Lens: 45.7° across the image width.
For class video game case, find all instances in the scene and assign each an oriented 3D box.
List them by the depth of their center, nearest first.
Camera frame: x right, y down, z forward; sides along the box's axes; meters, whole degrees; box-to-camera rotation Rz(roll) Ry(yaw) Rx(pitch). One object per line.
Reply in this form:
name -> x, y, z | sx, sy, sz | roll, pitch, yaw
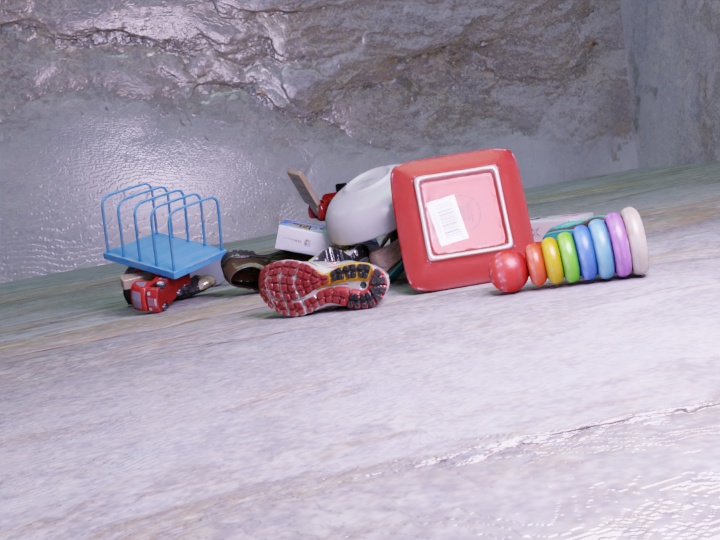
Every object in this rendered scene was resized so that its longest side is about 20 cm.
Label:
video game case -> -0.059, -0.052, 1.543 | 0.177, 0.046, 0.200 | 10, 6, -3

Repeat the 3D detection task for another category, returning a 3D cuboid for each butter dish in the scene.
butter dish -> 0.148, -0.062, 1.298 | 0.195, 0.204, 0.148 | -9, -16, -3

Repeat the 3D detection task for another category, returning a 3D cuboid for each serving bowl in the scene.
serving bowl -> 0.024, -0.122, 1.412 | 0.197, 0.067, 0.201 | -23, 23, 10

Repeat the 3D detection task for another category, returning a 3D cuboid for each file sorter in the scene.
file sorter -> -0.369, -0.080, 1.591 | 0.197, 0.125, 0.138 | 14, 26, 33

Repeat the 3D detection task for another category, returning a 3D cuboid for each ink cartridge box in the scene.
ink cartridge box -> 0.315, -0.071, 1.618 | 0.198, 0.045, 0.172 | -3, 8, 45

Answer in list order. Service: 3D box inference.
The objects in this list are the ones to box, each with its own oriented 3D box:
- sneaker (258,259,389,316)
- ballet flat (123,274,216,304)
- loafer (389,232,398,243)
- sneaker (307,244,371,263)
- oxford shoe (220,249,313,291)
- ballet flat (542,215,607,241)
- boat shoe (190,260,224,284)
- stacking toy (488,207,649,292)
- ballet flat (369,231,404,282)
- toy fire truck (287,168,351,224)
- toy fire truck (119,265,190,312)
sneaker -> -0.052, 0.024, 1.218 | 0.196, 0.080, 0.082 | 2, 5, 14
ballet flat -> -0.375, 0.029, 1.664 | 0.196, 0.058, 0.066 | -8, 7, 12
loafer -> 0.092, -0.042, 1.589 | 0.068, 0.077, 0.200 | -13, -4, 0
sneaker -> -0.050, 0.009, 1.349 | 0.089, 0.080, 0.199 | -15, -2, 24
oxford shoe -> -0.152, 0.008, 1.557 | 0.196, 0.074, 0.085 | -5, 32, -15
ballet flat -> 0.354, -0.052, 1.259 | 0.069, 0.069, 0.199 | -21, 10, -26
boat shoe -> -0.347, 0.003, 1.842 | 0.197, 0.071, 0.066 | -14, 4, 32
stacking toy -> 0.260, -0.019, 1.088 | 0.196, 0.087, 0.085 | -12, 6, 11
ballet flat -> 0.094, -0.067, 1.394 | 0.199, 0.067, 0.068 | -39, -20, -7
toy fire truck -> -0.029, -0.135, 1.582 | 0.174, 0.132, 0.198 | -5, 5, 41
toy fire truck -> -0.394, 0.015, 1.586 | 0.138, 0.050, 0.200 | 3, 22, 12
